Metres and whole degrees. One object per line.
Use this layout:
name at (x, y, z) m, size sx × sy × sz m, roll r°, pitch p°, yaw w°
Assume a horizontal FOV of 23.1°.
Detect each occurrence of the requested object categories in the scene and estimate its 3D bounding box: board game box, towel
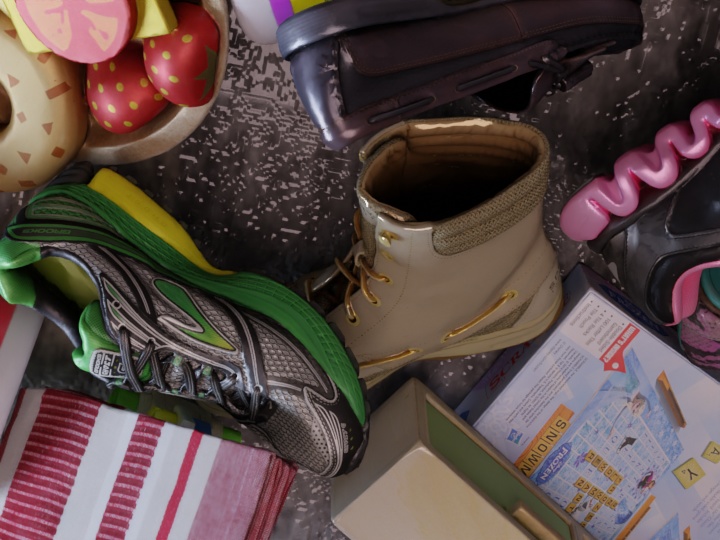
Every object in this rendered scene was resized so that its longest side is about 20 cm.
board game box at (0.136, 0.130, 0.966) m, size 0.199 × 0.041 × 0.200 m, roll 35°, pitch 107°, yaw -14°
towel at (-0.119, 0.135, 0.817) m, size 0.023 × 0.200 × 0.145 m, roll 27°, pitch 78°, yaw -42°

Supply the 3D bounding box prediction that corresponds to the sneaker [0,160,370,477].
sneaker at (-0.084, 0.037, 0.813) m, size 0.200 × 0.085 × 0.078 m, roll 33°, pitch 134°, yaw 10°

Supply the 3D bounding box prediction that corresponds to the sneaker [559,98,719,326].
sneaker at (0.191, -0.045, 0.810) m, size 0.200 × 0.079 × 0.096 m, roll -37°, pitch 79°, yaw 29°

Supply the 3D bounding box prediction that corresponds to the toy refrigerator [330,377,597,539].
toy refrigerator at (0.079, 0.150, 0.911) m, size 0.070 × 0.076 × 0.200 m, roll -43°, pitch 106°, yaw 15°

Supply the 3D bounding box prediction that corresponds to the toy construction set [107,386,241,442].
toy construction set at (-0.129, 0.142, 0.912) m, size 0.092 × 0.131 × 0.200 m, roll 37°, pitch 104°, yaw -27°

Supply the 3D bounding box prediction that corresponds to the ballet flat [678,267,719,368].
ballet flat at (0.256, 0.017, 0.900) m, size 0.199 × 0.069 × 0.071 m, roll -7°, pitch 145°, yaw -7°

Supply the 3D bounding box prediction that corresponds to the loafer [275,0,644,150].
loafer at (0.052, -0.092, 0.803) m, size 0.199 × 0.072 × 0.063 m, roll -9°, pitch 83°, yaw -35°

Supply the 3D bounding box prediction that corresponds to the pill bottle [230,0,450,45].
pill bottle at (0.033, -0.174, 0.805) m, size 0.199 × 0.104 × 0.105 m, roll -13°, pitch 112°, yaw 4°

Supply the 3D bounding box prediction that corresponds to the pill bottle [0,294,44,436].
pill bottle at (-0.268, 0.034, 0.875) m, size 0.199 × 0.120 × 0.120 m, roll 20°, pitch 111°, yaw -9°

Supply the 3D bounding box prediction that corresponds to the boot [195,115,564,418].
boot at (0.000, 0.000, 0.852) m, size 0.199 × 0.073 × 0.156 m, roll -14°, pitch 152°, yaw 0°

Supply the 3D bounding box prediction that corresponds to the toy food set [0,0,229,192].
toy food set at (-0.154, -0.129, 0.811) m, size 0.199 × 0.049 × 0.198 m, roll -4°, pitch 123°, yaw 31°
